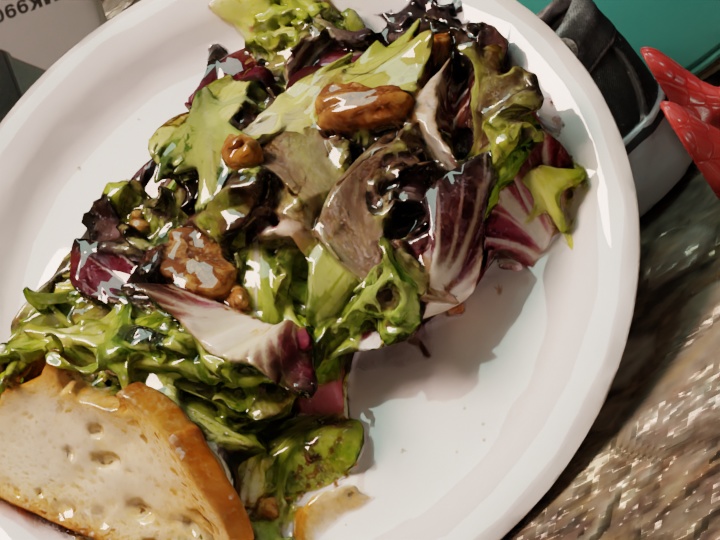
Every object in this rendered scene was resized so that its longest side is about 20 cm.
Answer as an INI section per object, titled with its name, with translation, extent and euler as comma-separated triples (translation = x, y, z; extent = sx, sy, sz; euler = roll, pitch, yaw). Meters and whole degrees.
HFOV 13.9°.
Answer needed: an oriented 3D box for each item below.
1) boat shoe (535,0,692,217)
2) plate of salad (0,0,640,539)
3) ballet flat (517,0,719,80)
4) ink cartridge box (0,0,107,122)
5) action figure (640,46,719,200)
[boat shoe]
translation = 0.001, 0.001, 0.826
extent = 0.199, 0.068, 0.074
euler = -39, 19, 1
[plate of salad]
translation = -0.027, -0.001, 0.768
extent = 0.199, 0.048, 0.201
euler = -8, 62, 16
[ballet flat]
translation = 0.046, -0.060, 0.891
extent = 0.200, 0.068, 0.062
euler = -35, 10, 11
[ink cartridge box]
translation = -0.141, -0.034, 0.916
extent = 0.145, 0.201, 0.084
euler = -22, 19, -10
[action figure]
translation = 0.166, -0.095, 0.781
extent = 0.200, 0.052, 0.065
euler = -32, 18, 11
